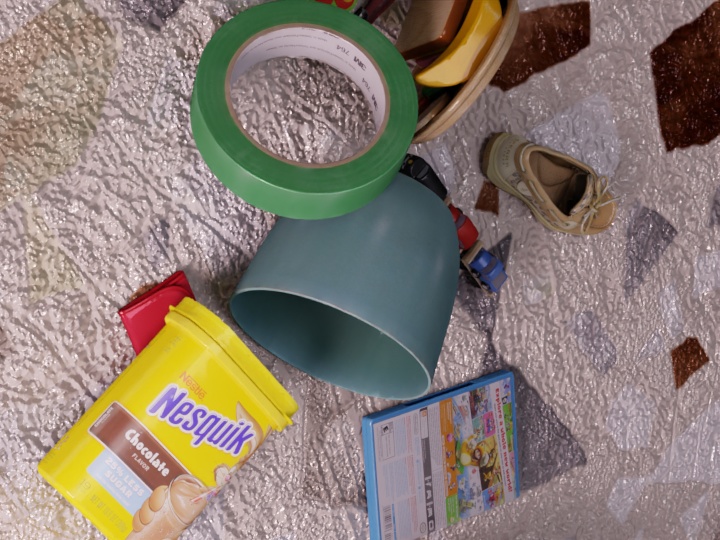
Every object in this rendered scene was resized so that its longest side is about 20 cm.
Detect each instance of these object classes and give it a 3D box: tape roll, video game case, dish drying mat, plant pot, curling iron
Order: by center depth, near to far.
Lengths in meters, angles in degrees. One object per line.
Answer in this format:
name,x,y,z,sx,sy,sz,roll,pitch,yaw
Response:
tape roll,-0.050,-0.144,1.636,0.199,0.048,0.202,5,61,-10
dish drying mat,-0.156,0.104,1.698,0.077,0.018,0.201,-34,119,-29
plant pot,0.000,0.000,1.701,0.200,0.200,0.162,41,62,-37
curling iron,0.032,-0.268,1.765,0.026,0.050,0.200,46,58,-10
video game case,0.086,0.196,1.921,0.199,0.018,0.144,-15,108,-37

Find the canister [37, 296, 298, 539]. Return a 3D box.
canister,-0.170,0.147,1.636,0.200,0.086,0.149,-48,122,-12

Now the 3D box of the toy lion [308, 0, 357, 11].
toy lion,-0.042,-0.339,1.683,0.191,0.068,0.201,0,98,-47

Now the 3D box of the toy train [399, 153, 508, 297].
toy train,0.095,-0.044,1.861,0.034,0.046,0.200,-52,127,-19

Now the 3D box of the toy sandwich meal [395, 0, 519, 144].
toy sandwich meal,0.075,-0.211,1.733,0.070,0.205,0.206,34,76,-18

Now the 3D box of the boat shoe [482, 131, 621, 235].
boat shoe,0.210,-0.084,1.939,0.199,0.063,0.074,23,84,-41
